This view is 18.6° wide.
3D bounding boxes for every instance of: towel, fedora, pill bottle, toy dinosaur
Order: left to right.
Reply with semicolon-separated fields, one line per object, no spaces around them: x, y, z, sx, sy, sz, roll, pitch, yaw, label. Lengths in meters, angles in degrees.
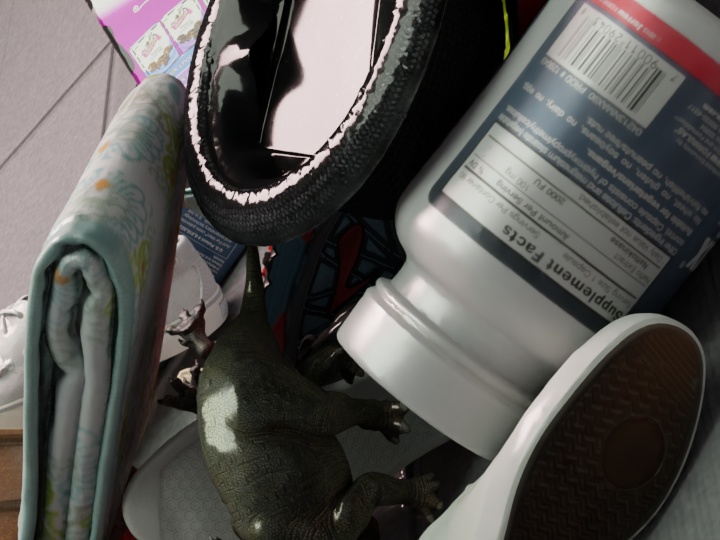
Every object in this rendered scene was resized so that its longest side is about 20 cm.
-0.121;0.030;1.025;0.171;0.048;0.200;-81;2;-60;towel
-0.069;0.071;1.163;0.047;0.088;0.200;-39;27;0;toy dinosaur
-0.031;0.077;0.933;0.077;0.102;0.200;-18;77;49;toy dinosaur
0.006;-0.096;0.986;0.200;0.092;0.201;-29;51;42;fedora
0.085;-0.025;0.930;0.200;0.120;0.120;-52;26;6;pill bottle

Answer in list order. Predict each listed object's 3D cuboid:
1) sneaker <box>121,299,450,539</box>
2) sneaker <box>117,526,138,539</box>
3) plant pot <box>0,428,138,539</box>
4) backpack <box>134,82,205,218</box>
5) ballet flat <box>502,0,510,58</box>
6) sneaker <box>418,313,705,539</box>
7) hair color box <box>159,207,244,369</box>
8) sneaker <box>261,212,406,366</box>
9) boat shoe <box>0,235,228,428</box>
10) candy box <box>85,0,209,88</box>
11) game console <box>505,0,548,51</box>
-0.025;0.072;1.037;0.200;0.071;0.099;-27;12;-14;sneaker
-0.066;0.180;0.989;0.078;0.115;0.200;-64;20;13;sneaker
-0.163;0.214;1.075;0.200;0.200;0.198;-52;34;14;plant pot
-0.034;-0.109;1.211;0.176;0.153;0.200;15;73;56;backpack
0.096;-0.124;1.112;0.067;0.067;0.200;17;80;43;ballet flat
0.063;0.096;0.902;0.200;0.073;0.085;-58;27;5;sneaker
-0.136;-0.003;1.394;0.200;0.060;0.100;-55;25;10;hair color box
0.000;0.000;1.102;0.079;0.095;0.200;-65;-11;-51;sneaker
-0.179;0.041;1.311;0.200;0.069;0.072;-24;15;2;boat shoe
-0.078;-0.172;1.121;0.136;0.061;0.200;-39;64;12;candy box
0.072;-0.189;1.009;0.031;0.177;0.200;-7;63;8;game console
